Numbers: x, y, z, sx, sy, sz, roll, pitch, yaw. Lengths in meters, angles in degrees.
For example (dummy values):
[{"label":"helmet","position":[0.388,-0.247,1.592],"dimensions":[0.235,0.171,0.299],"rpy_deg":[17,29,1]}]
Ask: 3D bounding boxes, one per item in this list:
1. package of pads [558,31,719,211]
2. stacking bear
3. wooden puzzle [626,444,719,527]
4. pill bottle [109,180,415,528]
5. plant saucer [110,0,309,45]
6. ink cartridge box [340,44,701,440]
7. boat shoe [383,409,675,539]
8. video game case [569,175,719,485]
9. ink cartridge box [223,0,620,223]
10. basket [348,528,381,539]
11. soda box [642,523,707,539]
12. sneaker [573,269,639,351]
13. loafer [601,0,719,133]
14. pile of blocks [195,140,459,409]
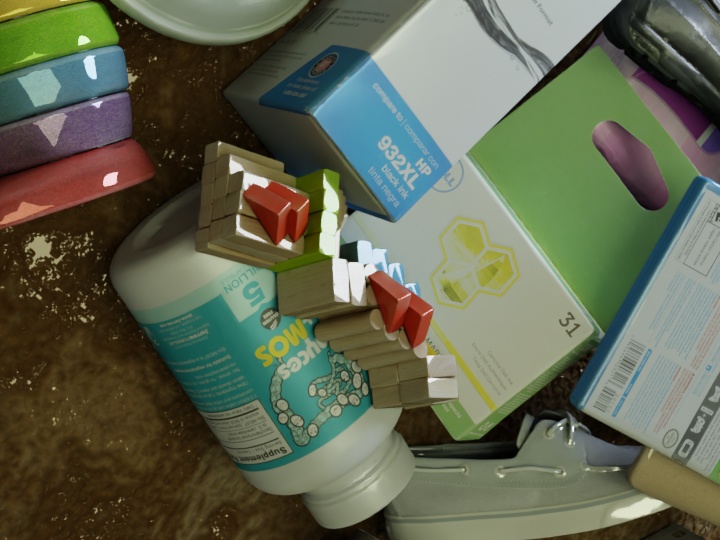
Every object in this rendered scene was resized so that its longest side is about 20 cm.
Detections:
[{"label":"package of pads","position":[0.209,-0.123,1.098],"dimensions":[0.200,0.076,0.120],"rpy_deg":[-49,116,-7]},{"label":"stacking bear","position":[-0.188,-0.130,0.926],"dimensions":[0.113,0.121,0.202],"rpy_deg":[-19,97,-16]},{"label":"wooden puzzle","position":[0.269,0.067,1.030],"dimensions":[0.184,0.037,0.201],"rpy_deg":[24,97,-17]},{"label":"pill bottle","position":[-0.047,0.048,1.003],"dimensions":[0.110,0.111,0.201],"rpy_deg":[-37,110,-13]},{"label":"plant saucer","position":[-0.078,-0.224,0.945],"dimensions":[0.199,0.050,0.202],"rpy_deg":[6,80,-38]},{"label":"ink cartridge box","position":[0.095,-0.019,1.015],"dimensions":[0.200,0.048,0.146],"rpy_deg":[-39,74,11]},{"label":"boat shoe","position":[0.108,0.120,1.073],"dimensions":[0.198,0.072,0.069],"rpy_deg":[-9,95,17]},{"label":"video game case","position":[0.233,0.056,0.990],"dimensions":[0.199,0.018,0.144],"rpy_deg":[28,95,-18]},{"label":"ink cartridge box","position":[0.038,-0.132,0.991],"dimensions":[0.200,0.145,0.084],"rpy_deg":[-44,111,-10]},{"label":"basket","position":[-0.001,0.264,1.025],"dimensions":[0.136,0.180,0.201],"rpy_deg":[33,81,-32]},{"label":"soda box","position":[0.147,0.240,1.133],"dimensions":[0.199,0.068,0.064],"rpy_deg":[-25,106,-17]},{"label":"sneaker","position":[0.155,0.034,1.075],"dimensions":[0.198,0.076,0.105],"rpy_deg":[-19,125,19]},{"label":"loafer","position":[0.229,-0.112,1.029],"dimensions":[0.200,0.068,0.071],"rpy_deg":[36,94,-21]},{"label":"pile of blocks","position":[0.000,0.000,0.936],"dimensions":[0.200,0.062,0.083],"rpy_deg":[43,54,-28]}]
